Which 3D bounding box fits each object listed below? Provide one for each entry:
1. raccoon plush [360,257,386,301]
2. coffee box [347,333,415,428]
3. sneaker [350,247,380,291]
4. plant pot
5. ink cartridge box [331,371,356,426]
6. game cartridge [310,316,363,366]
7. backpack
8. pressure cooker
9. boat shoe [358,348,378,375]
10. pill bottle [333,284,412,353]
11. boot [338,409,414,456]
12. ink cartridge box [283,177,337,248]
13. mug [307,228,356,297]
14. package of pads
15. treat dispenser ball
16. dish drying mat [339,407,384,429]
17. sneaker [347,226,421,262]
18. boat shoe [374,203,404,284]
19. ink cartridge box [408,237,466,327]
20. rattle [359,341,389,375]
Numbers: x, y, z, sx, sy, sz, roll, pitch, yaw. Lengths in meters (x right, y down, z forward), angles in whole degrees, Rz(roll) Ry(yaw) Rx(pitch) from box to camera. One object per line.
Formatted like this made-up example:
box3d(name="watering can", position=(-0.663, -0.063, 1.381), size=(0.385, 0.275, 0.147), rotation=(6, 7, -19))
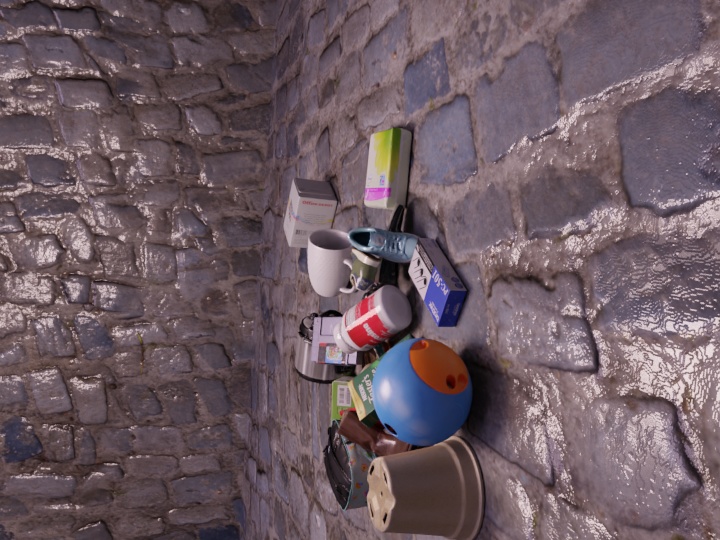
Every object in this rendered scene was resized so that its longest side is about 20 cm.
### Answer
box3d(name="raccoon plush", position=(0.035, 0.058, 1.659), size=(0.201, 0.094, 0.137), rotation=(118, 157, -49))
box3d(name="coffee box", position=(0.067, 0.253, 1.434), size=(0.199, 0.044, 0.124), rotation=(-39, 38, 12))
box3d(name="sneaker", position=(0.000, 0.000, 1.542), size=(0.200, 0.066, 0.092), rotation=(-138, 67, -80))
box3d(name="plant pot", position=(0.115, 0.433, 1.224), size=(0.200, 0.179, 0.206), rotation=(-176, 90, -70))
box3d(name="ink cartridge box", position=(-0.023, 0.378, 1.797), size=(0.200, 0.074, 0.152), rotation=(-2, -86, -76))
box3d(name="game cartridge", position=(-0.066, 0.194, 1.725), size=(0.197, 0.038, 0.133), rotation=(-6, 72, 47))
box3d(name="backpack", position=(-0.009, 0.504, 1.606), size=(0.201, 0.149, 0.179), rotation=(-109, 29, -57))
box3d(name="pressure cooker", position=(-0.112, 0.222, 1.907), size=(0.176, 0.174, 0.205), rotation=(-132, 48, -67))
box3d(name="boat shoe", position=(0.016, 0.299, 1.685), size=(0.072, 0.070, 0.206), rotation=(-162, 76, -69))
box3d(name="pill bottle", position=(0.025, 0.128, 1.543), size=(0.199, 0.111, 0.115), rotation=(-36, 50, 37))
box3d(name="boot", position=(0.037, 0.372, 1.459), size=(0.198, 0.064, 0.189), rotation=(34, 131, 17))
box3d(name="ink cartridge box", position=(-0.180, -0.203, 2.216), size=(0.146, 0.142, 0.204), rotation=(-113, 33, -51))
box3d(name="mug", position=(-0.076, -0.006, 1.927), size=(0.198, 0.146, 0.179), rotation=(28, 126, 36))
box3d(name="package of pads", position=(0.070, -0.263, 1.636), size=(0.154, 0.066, 0.206), rotation=(-162, 77, -68))
box3d(name="treat dispenser ball", position=(0.120, 0.235, 1.217), size=(0.200, 0.196, 0.207), rotation=(-176, 90, -70))
box3d(name="dish drying mat", position=(0.031, 0.355, 1.502), size=(0.198, 0.077, 0.018), rotation=(-24, 23, 45))
box3d(name="sneaker", position=(0.057, -0.061, 1.478), size=(0.195, 0.081, 0.076), rotation=(7, 90, 27))
box3d(name="boat shoe", position=(0.090, -0.062, 1.548), size=(0.074, 0.065, 0.204), rotation=(39, -114, -75))
box3d(name="ink cartridge box", position=(0.164, 0.022, 1.358), size=(0.202, 0.043, 0.096), rotation=(-114, 31, -51))
box3d(name="rattle", position=(0.072, 0.266, 1.558), size=(0.141, 0.130, 0.203), rotation=(-13, 42, 51))
